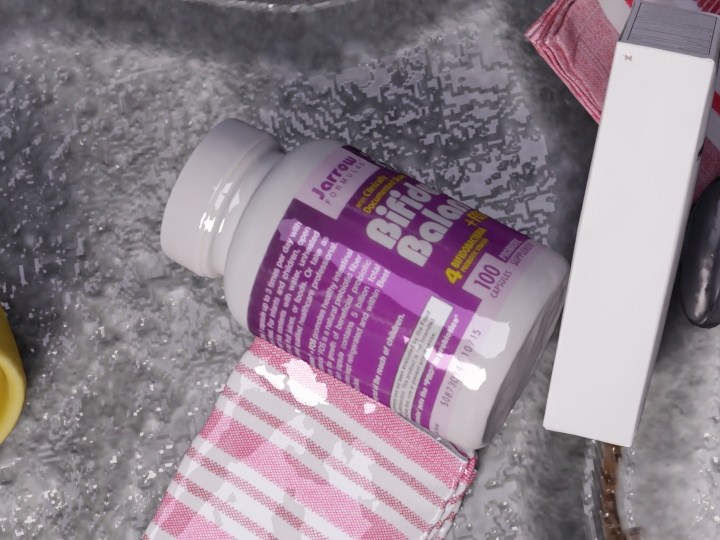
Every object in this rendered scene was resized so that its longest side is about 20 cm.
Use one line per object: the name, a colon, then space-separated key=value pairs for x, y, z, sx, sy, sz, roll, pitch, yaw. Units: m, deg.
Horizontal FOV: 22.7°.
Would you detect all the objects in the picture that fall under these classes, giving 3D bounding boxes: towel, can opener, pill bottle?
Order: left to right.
towel: x=-0.043 y=0.148 z=0.958 sx=0.146 sy=0.030 sz=0.201 roll=30 pitch=88 yaw=14
pill bottle: x=0.000 y=0.000 z=0.931 sx=0.199 sy=0.112 sz=0.113 roll=27 pitch=87 yaw=13
towel: x=0.194 y=-0.144 z=0.920 sx=0.200 sy=0.023 sz=0.144 roll=-48 pitch=121 yaw=0
can opener: x=0.214 y=-0.064 z=0.908 sx=0.063 sy=0.079 sz=0.202 roll=18 pitch=97 yaw=17

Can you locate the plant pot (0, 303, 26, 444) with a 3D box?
plant pot: x=-0.299 y=0.013 z=0.952 sx=0.200 sy=0.201 sz=0.190 roll=-27 pitch=63 yaw=5

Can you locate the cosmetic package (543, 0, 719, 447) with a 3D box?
cosmetic package: x=0.134 y=-0.022 z=0.879 sx=0.050 sy=0.083 sz=0.202 roll=13 pitch=115 yaw=11
